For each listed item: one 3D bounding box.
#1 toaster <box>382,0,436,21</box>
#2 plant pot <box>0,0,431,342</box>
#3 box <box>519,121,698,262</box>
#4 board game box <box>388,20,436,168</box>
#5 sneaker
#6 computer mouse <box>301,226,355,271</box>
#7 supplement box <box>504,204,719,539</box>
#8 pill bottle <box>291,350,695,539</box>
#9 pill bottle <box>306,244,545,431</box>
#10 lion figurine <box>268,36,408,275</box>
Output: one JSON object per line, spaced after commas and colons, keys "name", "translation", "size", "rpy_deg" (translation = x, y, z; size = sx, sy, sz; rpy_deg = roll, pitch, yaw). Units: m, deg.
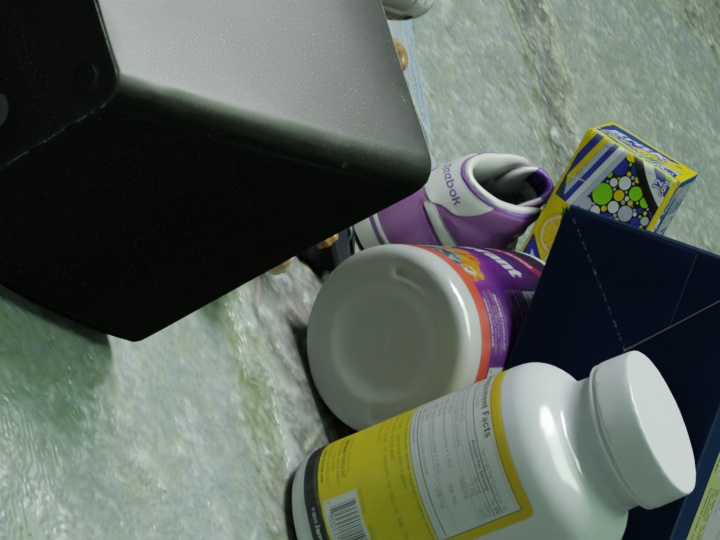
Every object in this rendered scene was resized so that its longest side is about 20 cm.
{"name": "toaster", "translation": [-0.021, -0.214, 1.487], "size": [0.129, 0.114, 0.200], "rpy_deg": [16, 19, -34]}
{"name": "plant pot", "translation": [-0.118, -0.098, 1.229], "size": [0.177, 0.199, 0.201], "rpy_deg": [6, 61, -54]}
{"name": "box", "translation": [0.133, 0.009, 1.709], "size": [0.070, 0.200, 0.064], "rpy_deg": [32, 15, 13]}
{"name": "board game box", "translation": [-0.026, -0.175, 1.733], "size": [0.199, 0.043, 0.200], "rpy_deg": [44, 29, -48]}
{"name": "sneaker", "translation": [0.088, -0.019, 1.750], "size": [0.200, 0.114, 0.073], "rpy_deg": [30, 39, -61]}
{"name": "computer mouse", "translation": [0.000, 0.000, 1.622], "size": [0.200, 0.034, 0.059], "rpy_deg": [58, 21, -23]}
{"name": "supplement box", "translation": [0.182, 0.091, 1.559], "size": [0.200, 0.134, 0.201], "rpy_deg": [21, 91, -59]}
{"name": "pill bottle", "translation": [0.072, 0.116, 1.432], "size": [0.112, 0.200, 0.112], "rpy_deg": [51, 25, -36]}
{"name": "pill bottle", "translation": [0.065, 0.042, 1.587], "size": [0.200, 0.111, 0.112], "rpy_deg": [2, 66, -58]}
{"name": "lion figurine", "translation": [-0.039, -0.080, 1.483], "size": [0.122, 0.072, 0.201], "rpy_deg": [46, 56, -63]}
